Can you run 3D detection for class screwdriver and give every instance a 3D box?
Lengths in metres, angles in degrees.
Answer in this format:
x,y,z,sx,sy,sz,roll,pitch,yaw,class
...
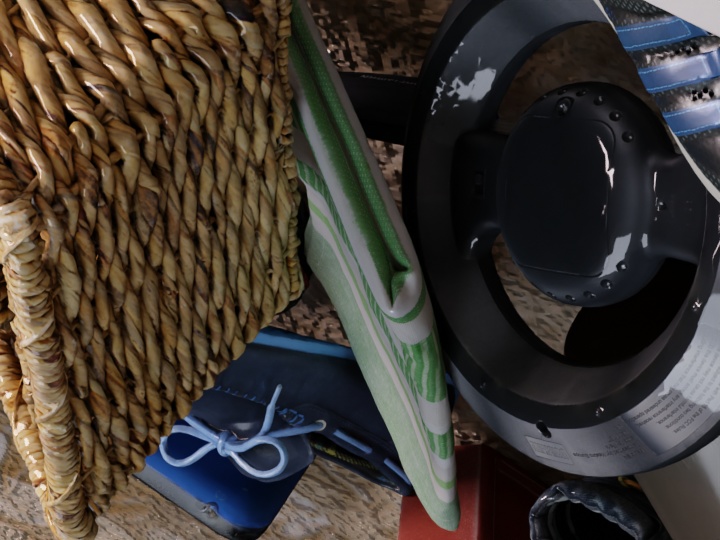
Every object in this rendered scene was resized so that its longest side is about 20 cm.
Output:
x,y,z,sx,sy,sz,roll,pitch,yaw,class
0.066,-0.055,1.000,0.200,0.028,0.029,10,171,34,screwdriver

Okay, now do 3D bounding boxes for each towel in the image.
x,y,z,sx,sy,sz,roll,pitch,yaw,class
0.000,0.000,1.008,0.200,0.023,0.153,81,166,-62,towel

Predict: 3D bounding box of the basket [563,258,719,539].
x,y,z,sx,sy,sz,roll,pitch,yaw,class
0.178,0.077,0.986,0.136,0.180,0.200,-25,111,41,basket

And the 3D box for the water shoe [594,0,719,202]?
x,y,z,sx,sy,sz,roll,pitch,yaw,class
0.111,-0.080,0.807,0.200,0.071,0.079,52,-178,29,water shoe

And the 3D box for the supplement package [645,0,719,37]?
x,y,z,sx,sy,sz,roll,pitch,yaw,class
0.130,-0.132,0.682,0.200,0.117,0.117,34,143,47,supplement package

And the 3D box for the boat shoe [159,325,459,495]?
x,y,z,sx,sy,sz,roll,pitch,yaw,class
-0.032,0.061,1.118,0.200,0.069,0.084,15,179,-37,boat shoe

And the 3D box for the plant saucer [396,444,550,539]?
x,y,z,sx,sy,sz,roll,pitch,yaw,class
0.107,0.160,1.158,0.200,0.200,0.037,34,107,-7,plant saucer

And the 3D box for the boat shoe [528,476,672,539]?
x,y,z,sx,sy,sz,roll,pitch,yaw,class
0.158,0.157,1.098,0.200,0.091,0.071,40,114,26,boat shoe

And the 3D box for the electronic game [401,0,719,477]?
x,y,z,sx,sy,sz,roll,pitch,yaw,class
0.082,-0.027,0.916,0.042,0.200,0.200,-2,168,-39,electronic game

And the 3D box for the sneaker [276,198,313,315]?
x,y,z,sx,sy,sz,roll,pitch,yaw,class
-0.114,-0.044,1.112,0.095,0.079,0.200,-10,130,48,sneaker

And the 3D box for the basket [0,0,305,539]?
x,y,z,sx,sy,sz,roll,pitch,yaw,class
-0.118,-0.030,0.923,0.143,0.149,0.200,29,150,20,basket

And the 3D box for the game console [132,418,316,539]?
x,y,z,sx,sy,sz,roll,pitch,yaw,class
-0.125,0.064,1.226,0.200,0.171,0.118,34,121,1,game console
